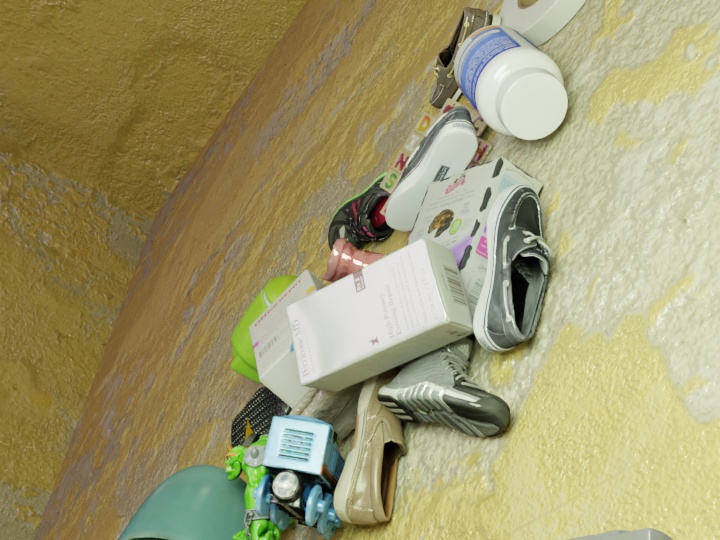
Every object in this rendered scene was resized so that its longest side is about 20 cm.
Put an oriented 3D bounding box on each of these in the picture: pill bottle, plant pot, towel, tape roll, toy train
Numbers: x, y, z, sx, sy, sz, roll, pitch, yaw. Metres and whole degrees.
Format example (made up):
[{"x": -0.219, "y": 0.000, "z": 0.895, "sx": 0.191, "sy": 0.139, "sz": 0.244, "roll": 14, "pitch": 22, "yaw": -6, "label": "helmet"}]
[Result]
[{"x": 0.193, "y": -0.237, "z": 1.115, "sx": 0.112, "sy": 0.112, "sz": 0.200, "roll": -53, "pitch": 22, "yaw": 20, "label": "pill bottle"}, {"x": -0.227, "y": 0.373, "z": 1.222, "sx": 0.201, "sy": 0.200, "sz": 0.161, "roll": -46, "pitch": 14, "yaw": 36, "label": "plant pot"}, {"x": -0.026, "y": 0.163, "z": 1.100, "sx": 0.034, "sy": 0.132, "sz": 0.200, "roll": 46, "pitch": 109, "yaw": 28, "label": "towel"}, {"x": 0.274, "y": -0.413, "z": 1.253, "sx": 0.203, "sy": 0.037, "sz": 0.203, "roll": -48, "pitch": 25, "yaw": 31, "label": "tape roll"}, {"x": -0.062, "y": 0.244, "z": 1.022, "sx": 0.200, "sy": 0.086, "sz": 0.115, "roll": 70, "pitch": -149, "yaw": -64, "label": "toy train"}]

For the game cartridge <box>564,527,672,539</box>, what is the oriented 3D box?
[{"x": 0.154, "y": 0.273, "z": 0.670, "sx": 0.200, "sy": 0.038, "sz": 0.130, "roll": -35, "pitch": 29, "yaw": 50, "label": "game cartridge"}]

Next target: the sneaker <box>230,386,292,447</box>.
[{"x": -0.122, "y": 0.224, "z": 1.290, "sx": 0.200, "sy": 0.090, "sz": 0.070, "roll": -44, "pitch": 44, "yaw": 49, "label": "sneaker"}]

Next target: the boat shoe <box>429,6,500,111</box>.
[{"x": 0.149, "y": -0.328, "z": 1.365, "sx": 0.200, "sy": 0.059, "sz": 0.072, "roll": 125, "pitch": 158, "yaw": -54, "label": "boat shoe"}]

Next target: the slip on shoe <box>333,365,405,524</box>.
[{"x": 0.027, "y": 0.199, "z": 1.022, "sx": 0.060, "sy": 0.076, "sz": 0.201, "roll": -2, "pitch": 51, "yaw": 31, "label": "slip on shoe"}]

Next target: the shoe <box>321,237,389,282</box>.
[{"x": 0.000, "y": 0.000, "z": 1.206, "sx": 0.200, "sy": 0.091, "sz": 0.072, "roll": 95, "pitch": -163, "yaw": -83, "label": "shoe"}]

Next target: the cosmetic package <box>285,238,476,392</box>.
[{"x": 0.018, "y": 0.053, "z": 0.963, "sx": 0.200, "sy": 0.074, "sz": 0.102, "roll": -27, "pitch": 63, "yaw": 27, "label": "cosmetic package"}]

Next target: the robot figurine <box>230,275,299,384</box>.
[{"x": -0.138, "y": 0.093, "z": 1.460, "sx": 0.200, "sy": 0.115, "sz": 0.176, "roll": -54, "pitch": 17, "yaw": 17, "label": "robot figurine"}]

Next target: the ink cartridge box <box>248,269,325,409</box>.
[{"x": -0.066, "y": 0.104, "z": 1.239, "sx": 0.129, "sy": 0.125, "sz": 0.200, "roll": -44, "pitch": 22, "yaw": 6, "label": "ink cartridge box"}]

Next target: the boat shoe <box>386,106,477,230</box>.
[{"x": 0.094, "y": -0.138, "z": 1.194, "sx": 0.068, "sy": 0.071, "sz": 0.200, "roll": -89, "pitch": 21, "yaw": -44, "label": "boat shoe"}]

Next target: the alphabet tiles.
[{"x": 0.106, "y": -0.152, "z": 1.277, "sx": 0.200, "sy": 0.006, "sz": 0.166, "roll": -59, "pitch": 40, "yaw": 7, "label": "alphabet tiles"}]

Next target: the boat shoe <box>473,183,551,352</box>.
[{"x": 0.172, "y": -0.011, "z": 0.931, "sx": 0.068, "sy": 0.072, "sz": 0.201, "roll": -26, "pitch": 40, "yaw": 54, "label": "boat shoe"}]

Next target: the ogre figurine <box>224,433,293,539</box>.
[{"x": -0.124, "y": 0.281, "z": 1.149, "sx": 0.098, "sy": 0.200, "sz": 0.121, "roll": -7, "pitch": 87, "yaw": 21, "label": "ogre figurine"}]

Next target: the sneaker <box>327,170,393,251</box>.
[{"x": 0.009, "y": -0.080, "z": 1.396, "sx": 0.200, "sy": 0.077, "sz": 0.084, "roll": -46, "pitch": 22, "yaw": 38, "label": "sneaker"}]

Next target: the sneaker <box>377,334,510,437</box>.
[{"x": 0.103, "y": 0.109, "z": 0.945, "sx": 0.200, "sy": 0.075, "sz": 0.116, "roll": -2, "pitch": 48, "yaw": 57, "label": "sneaker"}]

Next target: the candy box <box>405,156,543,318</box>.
[{"x": 0.120, "y": -0.022, "z": 1.068, "sx": 0.168, "sy": 0.071, "sz": 0.201, "roll": -13, "pitch": 52, "yaw": 63, "label": "candy box"}]
